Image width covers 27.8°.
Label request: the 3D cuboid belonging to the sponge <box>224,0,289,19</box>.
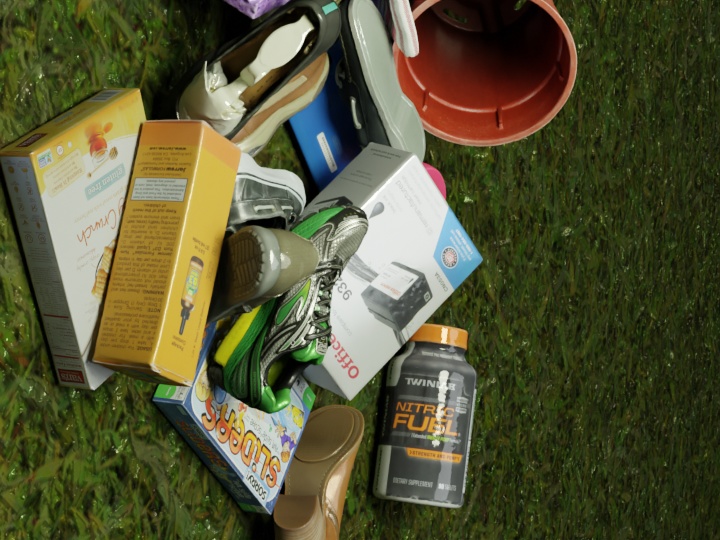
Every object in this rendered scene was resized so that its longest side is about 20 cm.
[{"bbox_3d":[-0.085,-0.282,1.289,0.200,0.111,0.030,-40,157,-54],"label":"sponge"}]

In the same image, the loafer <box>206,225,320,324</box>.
[{"bbox_3d":[-0.096,0.006,1.221,0.069,0.199,0.076,0,85,-29],"label":"loafer"}]

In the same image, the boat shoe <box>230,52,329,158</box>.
[{"bbox_3d":[-0.092,-0.173,1.329,0.201,0.075,0.074,-57,137,-45],"label":"boat shoe"}]

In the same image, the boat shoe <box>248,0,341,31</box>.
[{"bbox_3d":[-0.049,-0.265,1.361,0.073,0.063,0.201,38,34,-9],"label":"boat shoe"}]

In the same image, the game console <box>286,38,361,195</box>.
[{"bbox_3d":[-0.019,-0.179,1.525,0.170,0.118,0.201,-37,132,-16],"label":"game console"}]

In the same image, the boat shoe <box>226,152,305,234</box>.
[{"bbox_3d":[-0.097,-0.052,1.302,0.200,0.071,0.072,16,59,-72],"label":"boat shoe"}]

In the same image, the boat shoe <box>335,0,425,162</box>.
[{"bbox_3d":[0.006,-0.177,1.419,0.076,0.060,0.201,-64,143,-45],"label":"boat shoe"}]

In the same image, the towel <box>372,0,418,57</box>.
[{"bbox_3d":[0.009,-0.306,1.432,0.201,0.030,0.148,-113,-176,-59],"label":"towel"}]

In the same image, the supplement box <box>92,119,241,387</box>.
[{"bbox_3d":[-0.153,-0.014,1.155,0.066,0.068,0.203,35,60,-60],"label":"supplement box"}]

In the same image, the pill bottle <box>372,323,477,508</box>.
[{"bbox_3d":[0.076,0.163,1.654,0.106,0.105,0.203,22,73,-61],"label":"pill bottle"}]

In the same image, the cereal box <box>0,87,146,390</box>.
[{"bbox_3d":[-0.207,-0.027,1.158,0.144,0.039,0.202,-45,132,-52],"label":"cereal box"}]

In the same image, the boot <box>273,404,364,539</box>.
[{"bbox_3d":[-0.043,0.250,1.489,0.201,0.073,0.156,-62,153,-47],"label":"boot"}]

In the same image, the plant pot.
[{"bbox_3d":[0.133,-0.277,1.612,0.196,0.198,0.202,-86,161,-50],"label":"plant pot"}]

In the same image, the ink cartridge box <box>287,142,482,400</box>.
[{"bbox_3d":[0.000,0.000,1.403,0.200,0.083,0.146,-45,121,-16],"label":"ink cartridge box"}]

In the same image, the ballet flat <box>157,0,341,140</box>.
[{"bbox_3d":[-0.101,-0.162,1.212,0.068,0.200,0.068,47,11,-6],"label":"ballet flat"}]

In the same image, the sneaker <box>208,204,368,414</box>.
[{"bbox_3d":[-0.046,0.035,1.271,0.078,0.085,0.201,22,100,-56],"label":"sneaker"}]

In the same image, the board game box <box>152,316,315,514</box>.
[{"bbox_3d":[-0.113,0.120,1.361,0.201,0.034,0.136,60,43,-47],"label":"board game box"}]

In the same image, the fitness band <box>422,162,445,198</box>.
[{"bbox_3d":[0.019,-0.027,1.529,0.200,0.037,0.144,-50,151,-18],"label":"fitness band"}]
